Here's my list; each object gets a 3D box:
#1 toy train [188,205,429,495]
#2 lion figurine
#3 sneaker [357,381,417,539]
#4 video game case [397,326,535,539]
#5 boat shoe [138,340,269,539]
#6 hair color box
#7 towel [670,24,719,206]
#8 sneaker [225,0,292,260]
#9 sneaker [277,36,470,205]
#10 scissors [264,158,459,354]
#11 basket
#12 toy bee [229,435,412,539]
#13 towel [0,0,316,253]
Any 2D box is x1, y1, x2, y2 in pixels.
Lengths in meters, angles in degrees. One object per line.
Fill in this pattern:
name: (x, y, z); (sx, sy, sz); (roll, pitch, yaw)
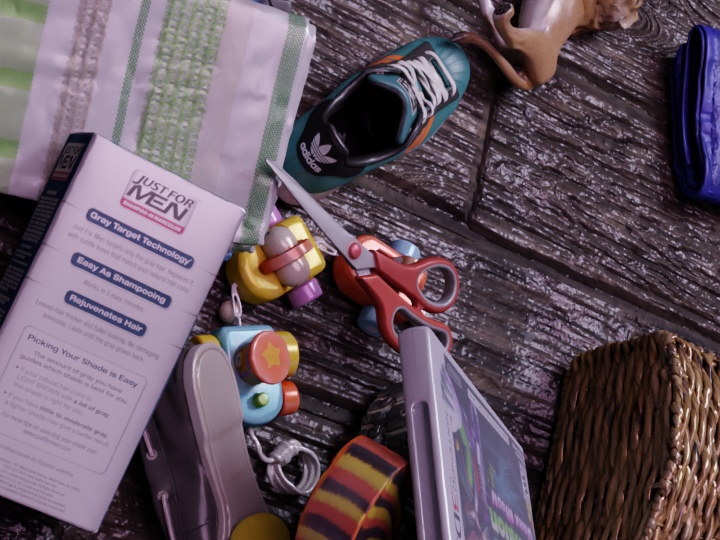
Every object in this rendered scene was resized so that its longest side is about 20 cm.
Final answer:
toy train: (-0.025, 0.037, 0.983); (0.150, 0.056, 0.200); (38, 58, -19)
lion figurine: (0.143, -0.193, 1.155); (0.200, 0.072, 0.123); (-47, 132, -24)
sneaker: (0.048, 0.165, 0.990); (0.089, 0.078, 0.201); (56, 24, -61)
video game case: (0.072, 0.154, 0.894); (0.200, 0.023, 0.182); (52, 29, -55)
boat shoe: (-0.095, 0.142, 0.910); (0.067, 0.057, 0.201); (-13, 94, -61)
hair color box: (-0.155, 0.033, 0.853); (0.100, 0.060, 0.200); (27, 84, -23)
towel: (0.343, -0.114, 1.282); (0.199, 0.049, 0.148); (10, 78, -32)
sneaker: (-0.093, -0.103, 0.971); (0.075, 0.087, 0.201); (8, 95, -29)
sneaker: (0.023, -0.111, 1.041); (0.200, 0.080, 0.071); (-40, 100, -38)
scissors: (0.000, 0.000, 0.963); (0.200, 0.014, 0.073); (30, 74, -43)
basket: (0.223, 0.159, 1.060); (0.149, 0.143, 0.201); (28, 63, -23)
toy bee: (-0.014, 0.199, 0.859); (0.109, 0.131, 0.201); (-38, 123, -43)
towel: (-0.136, -0.103, 0.896); (0.199, 0.031, 0.150); (13, 93, -20)
